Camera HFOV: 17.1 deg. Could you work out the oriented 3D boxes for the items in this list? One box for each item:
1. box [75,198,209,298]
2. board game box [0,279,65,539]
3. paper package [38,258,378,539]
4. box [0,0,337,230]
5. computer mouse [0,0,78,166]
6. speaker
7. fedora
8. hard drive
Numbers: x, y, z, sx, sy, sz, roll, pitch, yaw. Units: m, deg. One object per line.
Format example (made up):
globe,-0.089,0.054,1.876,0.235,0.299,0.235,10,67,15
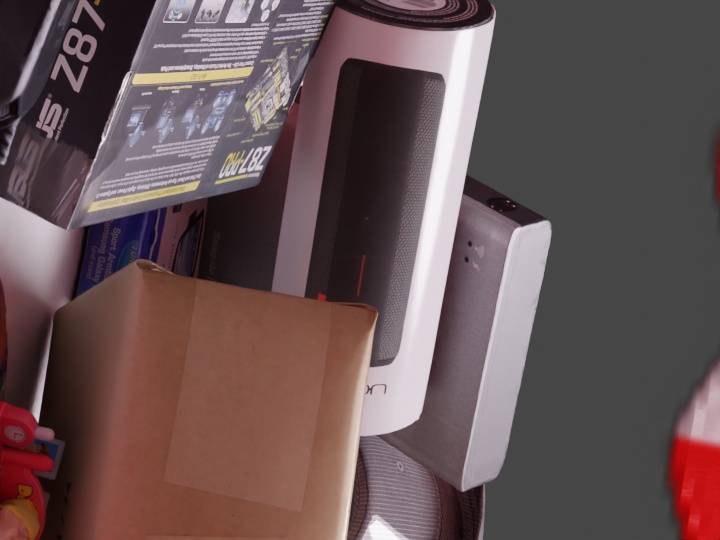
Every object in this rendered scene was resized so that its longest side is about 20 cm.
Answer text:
box,-0.103,-0.025,1.185,0.200,0.041,0.120,-27,129,-83
board game box,-0.143,0.097,0.890,0.158,0.039,0.201,96,6,-61
paper package,-0.079,0.110,0.989,0.190,0.103,0.202,159,-60,-70
box,-0.060,-0.104,0.926,0.162,0.049,0.200,-68,166,14
computer mouse,-0.118,-0.076,0.734,0.140,0.046,0.201,-83,-165,-80
speaker,0.005,-0.029,1.077,0.081,0.081,0.201,-71,172,-65
fedora,-0.029,0.119,1.226,0.090,0.176,0.201,52,14,-40
hard drive,0.000,0.000,1.173,0.033,0.199,0.141,-15,125,-42
